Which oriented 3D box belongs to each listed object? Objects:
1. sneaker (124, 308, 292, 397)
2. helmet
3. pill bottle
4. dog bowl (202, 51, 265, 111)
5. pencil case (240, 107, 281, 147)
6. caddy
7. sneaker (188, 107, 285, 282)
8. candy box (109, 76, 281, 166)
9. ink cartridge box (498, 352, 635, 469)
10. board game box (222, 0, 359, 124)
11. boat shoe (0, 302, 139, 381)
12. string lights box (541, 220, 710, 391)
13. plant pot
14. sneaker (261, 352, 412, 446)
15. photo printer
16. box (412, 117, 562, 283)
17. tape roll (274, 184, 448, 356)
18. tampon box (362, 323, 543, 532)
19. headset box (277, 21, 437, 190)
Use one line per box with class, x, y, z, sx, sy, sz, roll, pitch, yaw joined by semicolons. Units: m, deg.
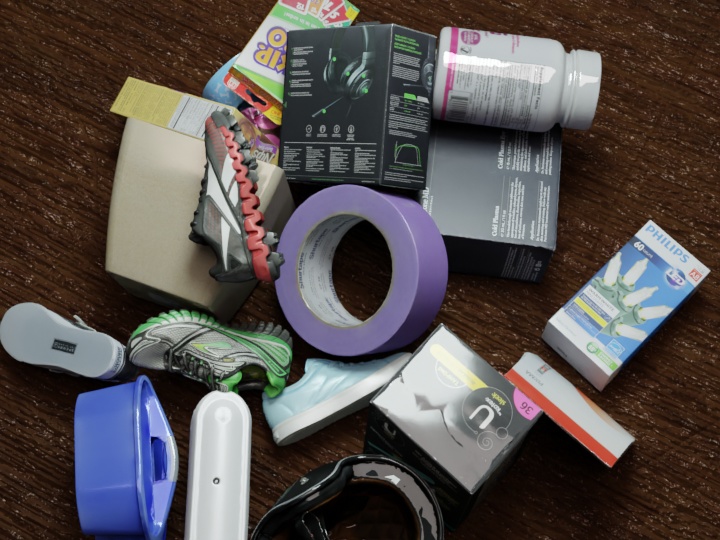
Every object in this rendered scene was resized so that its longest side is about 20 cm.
sneaker;-0.176;0.102;1.399;0.197;0.078;0.086;5;48;-11
helmet;-0.010;0.299;1.305;0.200;0.200;0.190;50;31;18
pill bottle;0.190;-0.232;1.475;0.197;0.114;0.115;7;66;0
dog bowl;-0.118;-0.271;1.601;0.199;0.112;0.050;-37;85;-17
pencil case;-0.059;-0.213;1.581;0.199;0.094;0.091;-28;52;-15
caddy;-0.258;0.221;1.359;0.104;0.142;0.202;-7;67;-1
sneaker;-0.153;-0.077;1.332;0.097;0.071;0.203;-15;87;3
candy box;-0.206;-0.175;1.505;0.199;0.117;0.057;22;79;36
ink cartridge box;0.240;0.156;1.372;0.162;0.200;0.050;41;90;15
board game box;-0.088;-0.289;1.536;0.095;0.030;0.201;35;68;-10
boat shoe;-0.352;0.091;1.452;0.197;0.068;0.074;9;75;29
string lights box;0.332;0.043;1.500;0.103;0.059;0.200;42;71;17
plant pot;-0.205;-0.045;1.458;0.198;0.200;0.179;18;77;6
sneaker;-0.028;0.132;1.442;0.198;0.074;0.083;-25;74;-12
photo printer;-0.160;0.242;1.340;0.069;0.167;0.202;3;65;-8
box;0.158;-0.105;1.535;0.180;0.104;0.202;8;66;1
tape roll;0.000;0.000;1.438;0.198;0.085;0.203;-1;89;29
tampon box;0.100;0.183;1.354;0.150;0.200;0.126;40;71;14
headset box;-0.006;-0.203;1.457;0.173;0.092;0.203;5;92;40
